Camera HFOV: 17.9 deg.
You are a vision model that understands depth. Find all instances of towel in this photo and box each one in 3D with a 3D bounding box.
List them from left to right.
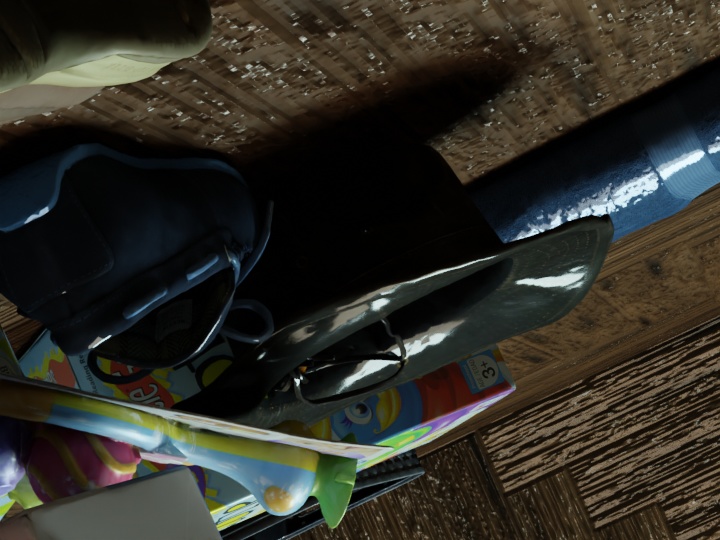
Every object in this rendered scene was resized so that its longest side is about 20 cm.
[{"bbox_3d":[0.149,-0.054,1.128,0.199,0.049,0.112,-26,171,12],"label":"towel"}]

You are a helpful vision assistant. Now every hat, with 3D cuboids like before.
[{"bbox_3d":[0.000,0.000,0.923,0.199,0.081,0.201,-23,164,-7],"label":"hat"}]

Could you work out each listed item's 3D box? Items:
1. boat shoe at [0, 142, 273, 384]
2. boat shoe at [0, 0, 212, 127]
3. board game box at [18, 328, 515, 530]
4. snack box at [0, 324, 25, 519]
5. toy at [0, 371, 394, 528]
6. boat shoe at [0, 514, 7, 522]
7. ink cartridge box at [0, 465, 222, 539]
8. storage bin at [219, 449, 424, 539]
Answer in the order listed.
[{"bbox_3d":[-0.080,0.005,0.777,0.084,0.069,0.200,-27,173,18],"label":"boat shoe"},{"bbox_3d":[-0.095,-0.048,0.402,0.067,0.072,0.200,-29,173,19],"label":"boat shoe"},{"bbox_3d":[-0.049,0.054,1.047,0.199,0.104,0.105,-20,170,-29],"label":"board game box"},{"bbox_3d":[-0.239,0.105,0.906,0.199,0.068,0.169,-21,164,-32],"label":"snack box"},{"bbox_3d":[-0.098,0.066,0.821,0.198,0.048,0.115,9,170,-13],"label":"toy"},{"bbox_3d":[-0.231,0.126,1.075,0.074,0.075,0.202,-29,170,30],"label":"boat shoe"},{"bbox_3d":[-0.145,0.142,0.756,0.199,0.067,0.116,-29,172,21],"label":"ink cartridge box"},{"bbox_3d":[-0.057,0.121,1.469,0.134,0.094,0.200,-27,171,16],"label":"storage bin"}]
